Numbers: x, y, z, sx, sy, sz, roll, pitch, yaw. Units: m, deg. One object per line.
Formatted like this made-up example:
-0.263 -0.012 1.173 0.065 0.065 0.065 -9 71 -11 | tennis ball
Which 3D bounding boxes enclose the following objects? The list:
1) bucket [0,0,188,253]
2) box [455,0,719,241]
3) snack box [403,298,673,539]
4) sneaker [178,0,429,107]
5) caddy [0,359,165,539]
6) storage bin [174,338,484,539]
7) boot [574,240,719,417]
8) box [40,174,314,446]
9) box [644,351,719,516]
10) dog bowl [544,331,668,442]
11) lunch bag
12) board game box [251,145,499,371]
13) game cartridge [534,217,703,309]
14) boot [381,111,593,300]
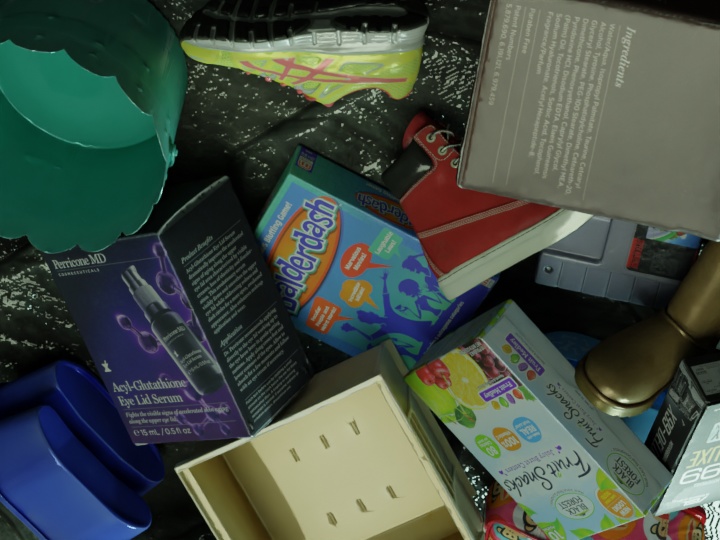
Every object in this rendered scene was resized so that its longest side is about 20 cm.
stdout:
-0.238 -0.130 1.627 0.206 0.135 0.208 7 129 8 | bucket
0.185 -0.145 1.482 0.198 0.166 0.165 12 118 4 | box
0.145 0.129 1.682 0.200 0.053 0.142 47 151 -5 | snack box
-0.045 -0.166 1.593 0.198 0.078 0.091 4 131 9 | sneaker
-0.276 0.181 1.883 0.105 0.142 0.200 -28 117 27 | caddy
-0.020 0.193 1.756 0.199 0.094 0.199 -25 106 14 | storage bin
0.268 0.013 1.614 0.066 0.175 0.201 44 128 19 | boot
-0.153 0.035 1.714 0.147 0.104 0.201 -8 114 40 | box
0.337 0.121 1.681 0.199 0.050 0.158 -10 142 -21 | box
0.219 0.118 1.779 0.199 0.050 0.112 19 130 -2 | dog bowl
0.206 0.246 1.843 0.198 0.082 0.176 13 156 3 | lunch bag
0.000 0.000 1.736 0.199 0.045 0.152 26 130 -8 | board game box
0.221 -0.058 1.649 0.129 0.038 0.201 14 130 7 | game cartridge
0.111 -0.081 1.613 0.199 0.072 0.145 -29 90 32 | boot
